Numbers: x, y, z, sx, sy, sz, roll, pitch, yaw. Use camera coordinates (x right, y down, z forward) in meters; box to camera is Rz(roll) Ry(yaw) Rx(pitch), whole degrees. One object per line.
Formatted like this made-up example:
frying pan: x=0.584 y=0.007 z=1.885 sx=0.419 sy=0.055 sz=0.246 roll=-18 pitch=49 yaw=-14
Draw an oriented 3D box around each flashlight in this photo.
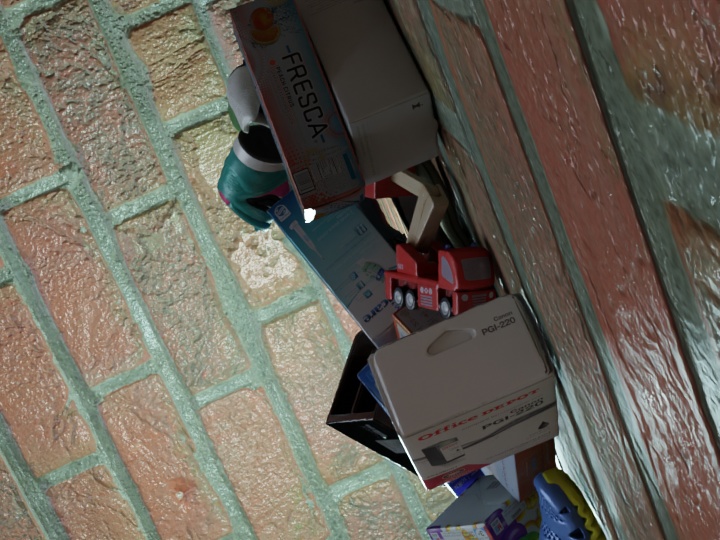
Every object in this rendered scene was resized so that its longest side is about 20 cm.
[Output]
flashlight: x=0.005 y=-0.091 z=1.625 sx=0.202 sy=0.067 sz=0.068 roll=62 pitch=175 yaw=-2

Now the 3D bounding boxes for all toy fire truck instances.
toy fire truck: x=0.064 y=-0.034 z=1.309 sx=0.199 sy=0.048 sz=0.143 roll=11 pitch=105 yaw=62

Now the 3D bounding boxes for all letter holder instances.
letter holder: x=0.078 y=0.168 z=1.675 sx=0.199 sy=0.144 sz=0.100 roll=33 pitch=153 yaw=-29

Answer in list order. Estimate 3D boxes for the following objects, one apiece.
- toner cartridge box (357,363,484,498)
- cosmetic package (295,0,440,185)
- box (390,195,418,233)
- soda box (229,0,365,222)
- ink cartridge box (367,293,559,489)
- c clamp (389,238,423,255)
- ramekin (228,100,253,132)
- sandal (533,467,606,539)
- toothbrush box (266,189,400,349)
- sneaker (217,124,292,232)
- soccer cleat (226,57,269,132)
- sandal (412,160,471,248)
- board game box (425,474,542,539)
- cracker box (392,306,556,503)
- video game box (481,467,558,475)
toner cartridge box: x=0.069 y=0.171 z=1.445 sx=0.095 sy=0.043 sz=0.200 roll=45 pitch=174 yaw=36
cosmetic package: x=0.000 y=-0.198 z=1.263 sx=0.108 sy=0.084 sz=0.202 roll=74 pitch=175 yaw=-58
box: x=0.042 y=-0.137 z=1.561 sx=0.201 sy=0.048 sz=0.160 roll=-115 pitch=2 yaw=-59
soda box: x=-0.057 y=-0.151 z=1.222 sx=0.068 sy=0.063 sz=0.202 roll=98 pitch=152 yaw=-81
ink cartridge box: x=0.098 y=0.113 z=1.184 sx=0.200 sy=0.144 sz=0.086 roll=66 pitch=-179 yaw=-64
c clamp: x=0.098 y=0.024 z=1.517 sx=0.170 sy=0.027 sz=0.200 roll=41 pitch=-174 yaw=3
ramekin: x=-0.067 y=-0.217 z=1.753 sx=0.098 sy=0.199 sz=0.201 roll=56 pitch=174 yaw=30
sandal: x=0.204 y=0.288 z=1.308 sx=0.080 sy=0.086 sz=0.202 roll=-110 pitch=-1 yaw=-69
toothbrush box: x=0.000 y=0.000 z=1.491 sx=0.201 sy=0.085 sz=0.147 roll=51 pitch=179 yaw=23
sneaker: x=-0.089 y=-0.102 z=1.523 sx=0.199 sy=0.121 sz=0.084 roll=-4 pitch=-128 yaw=-46
soccer cleat: x=-0.041 y=-0.163 z=1.351 sx=0.070 sy=0.198 sz=0.087 roll=119 pitch=145 yaw=-47
sandal: x=0.088 y=-0.020 z=1.384 sx=0.080 sy=0.057 sz=0.203 roll=69 pitch=178 yaw=-83
board game box: x=0.178 y=0.330 z=1.431 sx=0.104 sy=0.103 sz=0.201 roll=-20 pitch=103 yaw=52
cracker box: x=0.119 y=0.129 z=1.374 sx=0.200 sy=0.057 sz=0.135 roll=48 pitch=164 yaw=32
video game box: x=0.149 y=0.200 z=1.535 sx=0.184 sy=0.047 sz=0.200 roll=65 pitch=156 yaw=-7
